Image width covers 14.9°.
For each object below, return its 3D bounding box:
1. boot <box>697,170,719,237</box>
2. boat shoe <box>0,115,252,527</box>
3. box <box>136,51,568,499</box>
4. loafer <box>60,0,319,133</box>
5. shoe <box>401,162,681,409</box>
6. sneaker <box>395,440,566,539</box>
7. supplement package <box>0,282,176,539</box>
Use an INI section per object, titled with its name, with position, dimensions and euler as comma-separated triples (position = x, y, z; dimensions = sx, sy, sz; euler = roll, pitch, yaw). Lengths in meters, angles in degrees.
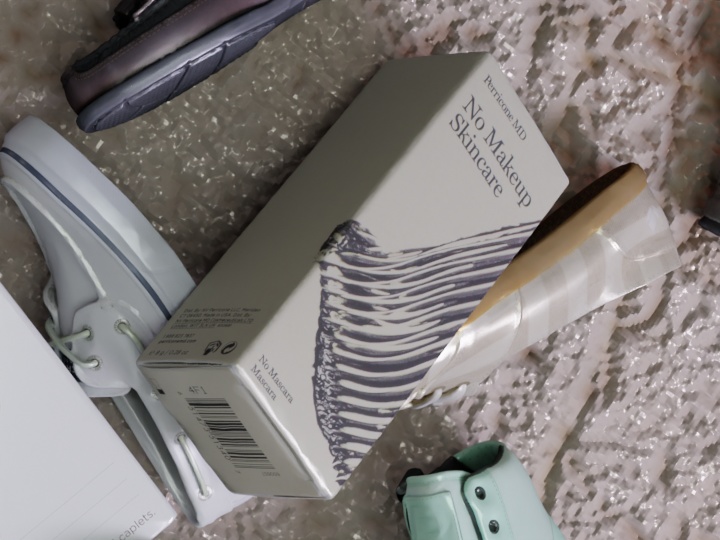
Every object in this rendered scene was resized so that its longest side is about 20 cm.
[boot]
position = 0.259, -0.059, 1.304
dimensions = 0.199, 0.070, 0.132
euler = 7, 99, -10
[boat shoe]
position = -0.099, 0.028, 1.174
dimensions = 0.067, 0.073, 0.200
euler = -42, 111, -12
[box]
position = 0.000, 0.000, 1.168
dimensions = 0.200, 0.068, 0.082
euler = -53, 121, -30
[loafer]
position = -0.051, -0.130, 1.179
dimensions = 0.200, 0.072, 0.063
euler = -33, 89, -19
[shoe]
position = 0.059, 0.025, 1.234
dimensions = 0.200, 0.070, 0.054
euler = -34, 100, -14
[sneaker]
position = 0.032, 0.157, 1.207
dimensions = 0.119, 0.073, 0.201
euler = 62, 34, -17
[supplement package]
position = -0.205, 0.054, 1.098
dimensions = 0.152, 0.151, 0.200
euler = -39, 109, -10
